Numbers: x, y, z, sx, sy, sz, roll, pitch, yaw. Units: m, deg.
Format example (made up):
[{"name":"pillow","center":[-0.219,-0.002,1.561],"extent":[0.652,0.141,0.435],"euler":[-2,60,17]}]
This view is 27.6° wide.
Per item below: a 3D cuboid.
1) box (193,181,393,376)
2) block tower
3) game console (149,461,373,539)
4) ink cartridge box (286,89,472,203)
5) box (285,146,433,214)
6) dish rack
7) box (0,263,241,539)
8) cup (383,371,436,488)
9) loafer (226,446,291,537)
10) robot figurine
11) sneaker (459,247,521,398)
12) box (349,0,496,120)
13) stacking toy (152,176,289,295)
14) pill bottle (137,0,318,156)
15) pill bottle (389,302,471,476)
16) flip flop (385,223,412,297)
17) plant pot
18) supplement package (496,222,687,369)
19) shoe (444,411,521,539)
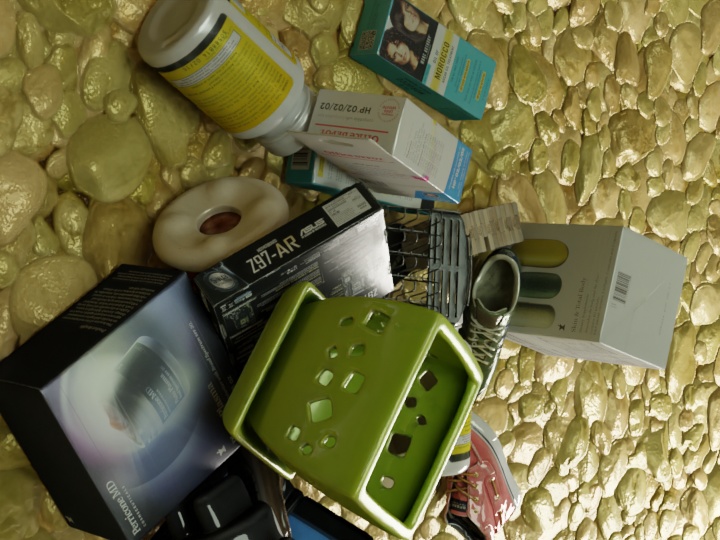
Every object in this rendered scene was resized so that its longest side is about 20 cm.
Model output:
[{"name":"box","center":[-0.064,0.014,1.511],"extent":[0.200,0.044,0.160],"euler":[-31,150,-13]},{"name":"block tower","center":[0.130,-0.045,1.820],"extent":[0.200,0.058,0.054],"euler":[-16,95,-53]},{"name":"game console","center":[-0.110,0.306,1.602],"extent":[0.200,0.116,0.176],"euler":[-50,125,-29]},{"name":"ink cartridge box","center":[0.022,-0.139,1.576],"extent":[0.200,0.115,0.068],"euler":[29,74,-56]},{"name":"box","center":[0.007,-0.123,1.716],"extent":[0.200,0.049,0.082],"euler":[12,85,-44]},{"name":"dish rack","center":[0.047,-0.009,1.671],"extent":[0.200,0.055,0.154],"euler":[5,85,-28]},{"name":"box","center":[-0.233,0.133,1.468],"extent":[0.198,0.123,0.200],"euler":[-42,120,-32]},{"name":"cup","center":[-0.001,0.177,1.664],"extent":[0.200,0.200,0.143],"euler":[-38,150,-35]},{"name":"loafer","center":[-0.104,0.208,1.587],"extent":[0.071,0.073,0.200],"euler":[-8,80,-33]},{"name":"robot figurine","center":[-0.128,0.314,1.492],"extent":[0.125,0.150,0.200],"euler":[-23,96,-18]},{"name":"sneaker","center":[0.154,0.064,1.838],"extent":[0.090,0.067,0.200],"euler":[57,51,-83]},{"name":"box","center":[0.079,-0.258,1.785],"extent":[0.200,0.049,0.082],"euler":[25,76,-42]},{"name":"stacking toy","center":[-0.128,0.013,1.573],"extent":[0.146,0.146,0.200],"euler":[-45,137,-32]},{"name":"pill bottle","center":[-0.130,-0.209,1.546],"extent":[0.200,0.111,0.111],"euler":[40,66,-37]},{"name":"pill bottle","center":[0.079,0.141,1.773],"extent":[0.112,0.112,0.200],"euler":[-2,95,-44]},{"name":"flip flop","center":[0.000,0.000,1.731],"extent":[0.200,0.058,0.081],"euler":[-39,113,-52]},{"name":"plant pot","center":[-0.012,0.132,1.466],"extent":[0.199,0.181,0.200],"euler":[-64,154,-14]},{"name":"supplement package","center":[0.288,0.031,1.903],"extent":[0.151,0.200,0.152],"euler":[21,79,-42]},{"name":"shoe","center":[0.139,0.267,1.868],"extent":[0.091,0.071,0.200],"euler":[-54,131,-33]}]
